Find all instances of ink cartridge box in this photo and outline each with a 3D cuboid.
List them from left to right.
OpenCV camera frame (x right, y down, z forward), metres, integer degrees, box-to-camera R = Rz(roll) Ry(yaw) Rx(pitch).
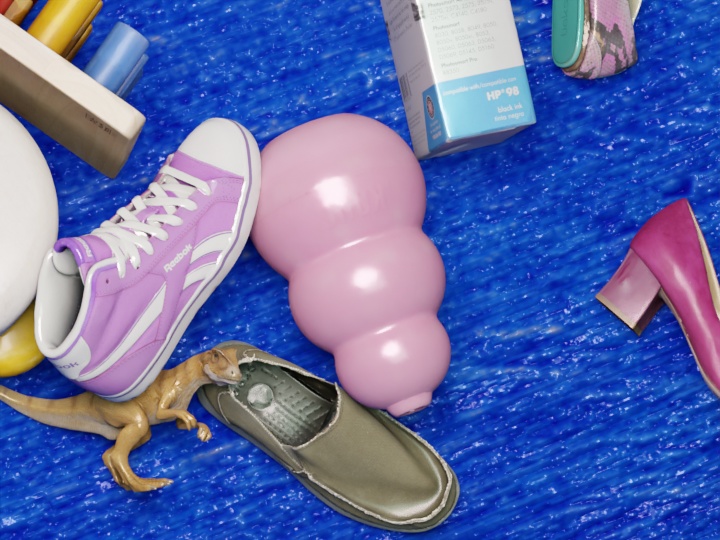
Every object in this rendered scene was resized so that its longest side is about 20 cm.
[{"bbox_3d":[0.056,-0.184,1.566,0.066,0.116,0.201,-12,89,-9],"label":"ink cartridge box"}]

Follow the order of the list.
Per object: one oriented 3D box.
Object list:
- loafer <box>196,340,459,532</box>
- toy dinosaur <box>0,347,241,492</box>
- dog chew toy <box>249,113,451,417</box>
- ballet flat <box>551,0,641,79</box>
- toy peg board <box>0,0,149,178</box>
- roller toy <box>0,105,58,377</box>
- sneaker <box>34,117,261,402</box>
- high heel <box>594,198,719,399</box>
[{"bbox_3d":[-0.022,0.116,1.557,0.199,0.070,0.075,29,83,-6],"label":"loafer"},{"bbox_3d":[-0.164,0.096,1.546,0.199,0.060,0.107,-11,89,14],"label":"toy dinosaur"},{"bbox_3d":[0.000,0.000,1.534,0.124,0.125,0.201,-19,80,-10],"label":"dog chew toy"},{"bbox_3d":[0.166,-0.235,1.619,0.071,0.069,0.201,-5,91,-27],"label":"ballet flat"},{"bbox_3d":[-0.209,-0.166,1.481,0.199,0.200,0.098,35,81,-5],"label":"toy peg board"},{"bbox_3d":[-0.291,-0.026,1.490,0.199,0.140,0.184,3,79,-16],"label":"roller toy"},{"bbox_3d":[-0.138,-0.020,1.468,0.072,0.114,0.201,19,79,32],"label":"sneaker"},{"bbox_3d":[0.263,0.041,1.590,0.200,0.067,0.096,40,91,11],"label":"high heel"}]
